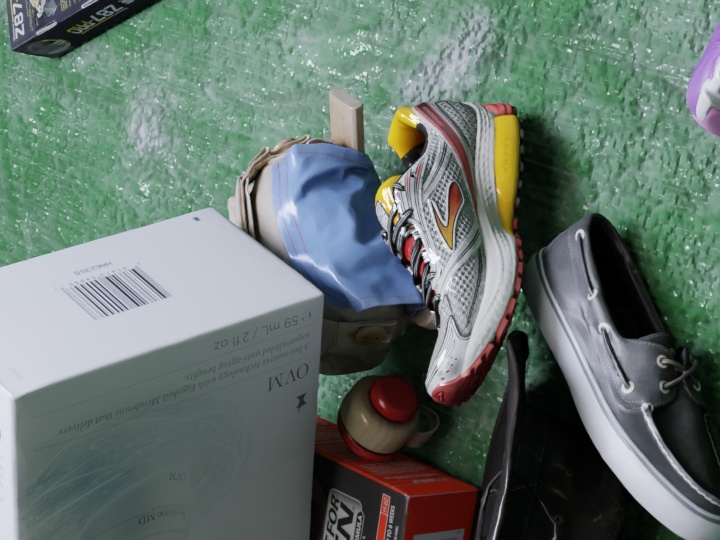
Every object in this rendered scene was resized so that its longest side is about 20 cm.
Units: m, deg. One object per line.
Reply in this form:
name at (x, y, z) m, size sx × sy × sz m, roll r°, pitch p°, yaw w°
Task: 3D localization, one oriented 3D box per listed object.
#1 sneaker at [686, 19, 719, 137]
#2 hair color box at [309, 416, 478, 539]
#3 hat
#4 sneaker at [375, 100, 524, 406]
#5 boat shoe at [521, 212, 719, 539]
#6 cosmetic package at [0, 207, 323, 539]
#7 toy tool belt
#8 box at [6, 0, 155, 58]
sneaker at (0.226, -0.162, 1.022) m, size 0.201 × 0.080 × 0.089 m, roll -59°, pitch 43°, yaw 18°
hair color box at (-0.021, 0.153, 1.246) m, size 0.200 × 0.061 × 0.102 m, roll 19°, pitch 104°, yaw 48°
hat at (0.104, 0.135, 1.101) m, size 0.080 × 0.201 × 0.202 m, roll 9°, pitch 94°, yaw 5°
sneaker at (0.045, -0.011, 1.140) m, size 0.078 × 0.082 × 0.201 m, roll 109°, pitch 166°, yaw -52°
boat shoe at (0.150, 0.054, 1.083) m, size 0.057 × 0.068 × 0.201 m, roll -50°, pitch 52°, yaw 30°
cosmetic package at (-0.136, 0.098, 1.147) m, size 0.123 × 0.199 × 0.201 m, roll 37°, pitch 134°, yaw 42°
toy tool belt at (0.000, 0.000, 1.204) m, size 0.123 × 0.124 × 0.201 m, roll -52°, pitch 53°, yaw 40°
box at (-0.210, -0.279, 1.495) m, size 0.161 × 0.049 × 0.201 m, roll -21°, pitch 72°, yaw 41°
